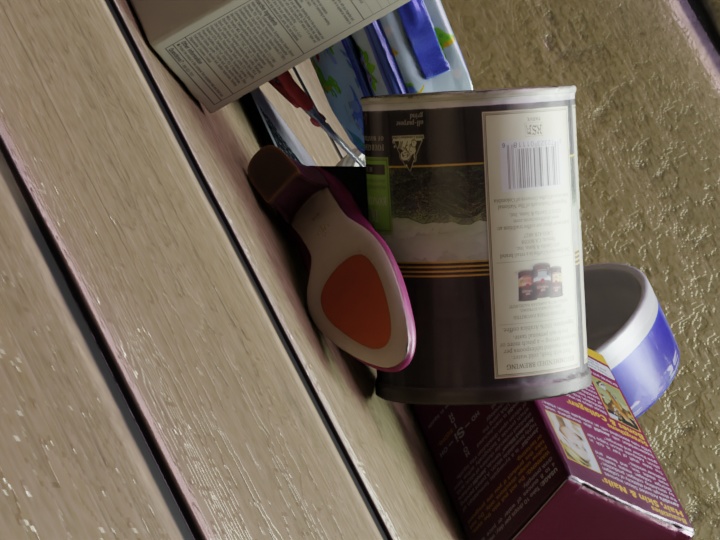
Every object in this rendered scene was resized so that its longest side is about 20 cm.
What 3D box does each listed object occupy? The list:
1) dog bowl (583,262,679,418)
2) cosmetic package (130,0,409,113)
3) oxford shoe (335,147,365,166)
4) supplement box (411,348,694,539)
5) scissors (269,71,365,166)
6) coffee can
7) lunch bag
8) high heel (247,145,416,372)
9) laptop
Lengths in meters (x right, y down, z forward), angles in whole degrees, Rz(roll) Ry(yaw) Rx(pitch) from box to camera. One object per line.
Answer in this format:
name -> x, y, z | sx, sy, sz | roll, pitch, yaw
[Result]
dog bowl -> 0.185, 0.082, 2.056 | 0.079, 0.199, 0.200 | 61, 6, -21
cosmetic package -> -0.040, -0.193, 1.423 | 0.073, 0.199, 0.104 | 64, 6, 28
oxford shoe -> 0.032, -0.017, 1.902 | 0.058, 0.075, 0.201 | -1, -56, 55
supplement box -> 0.133, 0.136, 1.637 | 0.131, 0.103, 0.200 | 27, 25, -33
scissors -> -0.039, -0.122, 1.735 | 0.200, 0.014, 0.073 | 44, -9, -16
coffee can -> 0.077, -0.020, 1.515 | 0.146, 0.145, 0.201 | -47, 134, -84
lunch bag -> 0.008, -0.188, 1.677 | 0.201, 0.082, 0.161 | 68, -16, -8
high heel -> 0.000, 0.000, 1.475 | 0.096, 0.067, 0.200 | 36, 20, -52
laptop -> 0.010, -0.076, 1.718 | 0.201, 0.116, 0.187 | 65, 7, 34
